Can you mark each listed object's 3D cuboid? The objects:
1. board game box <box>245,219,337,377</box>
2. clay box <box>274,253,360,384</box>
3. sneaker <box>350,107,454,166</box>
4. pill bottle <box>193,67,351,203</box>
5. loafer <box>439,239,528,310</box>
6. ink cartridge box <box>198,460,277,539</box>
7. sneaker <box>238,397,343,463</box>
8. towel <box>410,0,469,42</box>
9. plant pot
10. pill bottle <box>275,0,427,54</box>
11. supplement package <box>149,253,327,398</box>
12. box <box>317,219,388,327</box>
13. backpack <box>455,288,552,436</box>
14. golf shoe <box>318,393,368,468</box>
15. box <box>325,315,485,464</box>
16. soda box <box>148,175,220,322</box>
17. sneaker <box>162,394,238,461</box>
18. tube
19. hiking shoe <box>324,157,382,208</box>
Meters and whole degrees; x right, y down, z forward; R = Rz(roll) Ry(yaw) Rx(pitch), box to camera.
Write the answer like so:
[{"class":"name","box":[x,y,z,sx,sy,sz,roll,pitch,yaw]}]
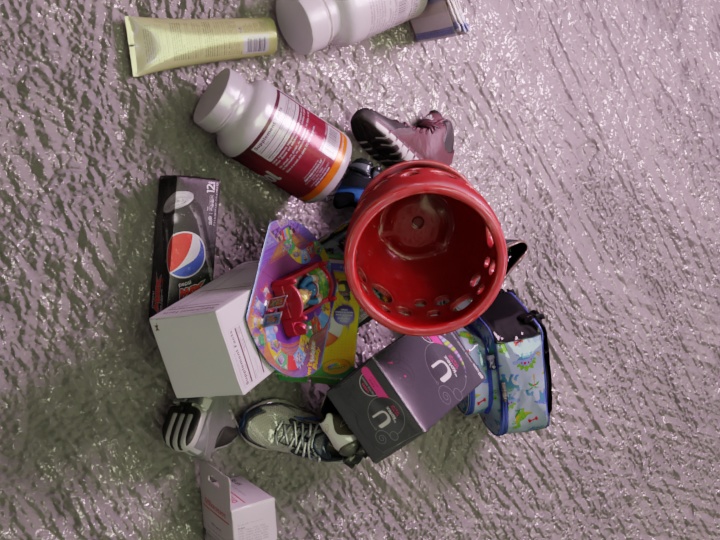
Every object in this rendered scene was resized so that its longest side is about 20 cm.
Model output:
[{"class":"board game box","box":[-0.068,0.033,1.176,0.158,0.039,0.200,42,49,-45]},{"class":"clay box","box":[-0.060,0.076,1.315,0.115,0.048,0.200,4,108,-1]},{"class":"sneaker","box":[0.073,-0.210,1.410,0.200,0.076,0.116,39,69,-38]},{"class":"pill bottle","box":[-0.119,-0.184,1.268,0.200,0.113,0.113,31,79,-28]},{"class":"loafer","box":[0.192,0.002,1.445,0.200,0.063,0.072,-42,110,-43]},{"class":"ink cartridge box","box":[-0.166,0.360,1.286,0.068,0.116,0.201,-8,99,-31]},{"class":"sneaker","box":[-0.077,0.236,1.347,0.200,0.085,0.077,16,86,-30]},{"class":"towel","box":[0.088,-0.427,1.348,0.024,0.147,0.200,-27,107,-17]},{"class":"plant pot","box":[0.076,-0.039,1.208,0.200,0.183,0.201,-1,110,-2]},{"class":"pill bottle","box":[-0.013,-0.379,1.312,0.200,0.114,0.115,-30,109,-25]},{"class":"supplement package","box":[-0.150,0.068,1.185,0.200,0.114,0.110,-36,114,-54]},{"class":"box","box":[0.000,0.000,1.337,0.200,0.040,0.137,-32,108,9]},{"class":"backpack","box":[0.209,0.154,1.460,0.147,0.183,0.200,-13,106,-6]},{"class":"golf shoe","box":[-0.004,0.192,1.350,0.094,0.200,0.078,43,112,-7]},{"class":"box","box":[0.067,0.159,1.301,0.122,0.106,0.200,54,34,5]},{"class":"soda box","box":[-0.233,-0.024,1.238,0.063,0.071,0.201,3,93,-32]},{"class":"sneaker","box":[-0.198,0.167,1.289,0.116,0.075,0.200,53,51,-51]},{"class":"tube","box":[-0.210,-0.306,1.244,0.200,0.052,0.058,-12,59,-26]},{"class":"hiking shoe","box":[0.051,-0.077,1.377,0.200,0.074,0.087,35,85,8]}]
